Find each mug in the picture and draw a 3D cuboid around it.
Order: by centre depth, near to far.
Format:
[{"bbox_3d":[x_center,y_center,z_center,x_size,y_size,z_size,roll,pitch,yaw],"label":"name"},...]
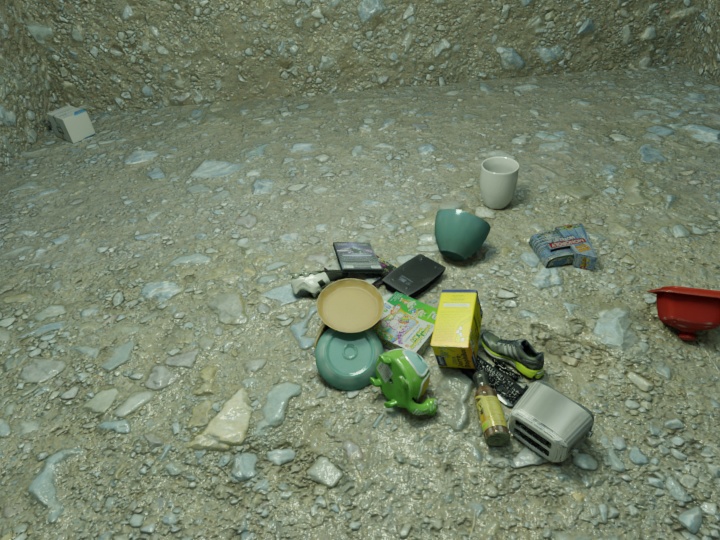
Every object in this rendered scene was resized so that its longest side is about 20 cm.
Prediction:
[{"bbox_3d":[0.548,-0.360,2.077,0.146,0.177,0.201,-12,38,-9],"label":"mug"}]

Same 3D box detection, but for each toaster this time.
[{"bbox_3d":[0.451,0.363,1.241,0.129,0.114,0.199,-35,49,-29],"label":"toaster"}]

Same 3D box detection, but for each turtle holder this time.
[{"bbox_3d":[0.128,0.288,1.352,0.131,0.143,0.185,-13,26,-37],"label":"turtle holder"}]

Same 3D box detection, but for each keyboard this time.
[{"bbox_3d":[0.367,0.282,1.409,0.104,0.040,0.199,-31,46,-27],"label":"keyboard"}]

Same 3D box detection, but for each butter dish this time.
[{"bbox_3d":[0.943,0.125,1.464,0.198,0.150,0.199,6,-1,17],"label":"butter dish"}]

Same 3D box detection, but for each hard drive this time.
[{"bbox_3d":[0.184,0.024,1.748,0.199,0.043,0.134,-33,47,-30],"label":"hard drive"}]

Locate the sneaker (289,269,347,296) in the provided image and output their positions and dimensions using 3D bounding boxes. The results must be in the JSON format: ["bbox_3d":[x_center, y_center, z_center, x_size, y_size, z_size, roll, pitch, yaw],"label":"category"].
[{"bbox_3d":[-0.138,0.043,1.739,0.197,0.090,0.074,-7,-1,3],"label":"sneaker"}]

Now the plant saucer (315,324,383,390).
[{"bbox_3d":[-0.031,0.236,1.447,0.197,0.036,0.202,1,65,-2],"label":"plant saucer"}]

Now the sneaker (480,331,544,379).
[{"bbox_3d":[0.432,0.219,1.440,0.199,0.082,0.074,28,38,32],"label":"sneaker"}]

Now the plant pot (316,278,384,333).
[{"bbox_3d":[-0.029,0.107,1.497,0.197,0.028,0.201,0,47,0],"label":"plant pot"}]

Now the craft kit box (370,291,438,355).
[{"bbox_3d":[0.137,0.168,1.576,0.196,0.049,0.200,24,47,28],"label":"craft kit box"}]

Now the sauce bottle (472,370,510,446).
[{"bbox_3d":[0.330,0.349,1.313,0.064,0.065,0.201,-4,37,1],"label":"sauce bottle"}]

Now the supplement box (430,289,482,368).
[{"bbox_3d":[0.281,0.165,1.468,0.108,0.109,0.201,-1,48,25],"label":"supplement box"}]

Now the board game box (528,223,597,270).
[{"bbox_3d":[0.728,-0.076,1.794,0.198,0.062,0.201,-9,38,-5],"label":"board game box"}]

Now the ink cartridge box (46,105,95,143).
[{"bbox_3d":[-1.686,-0.856,2.975,0.199,0.147,0.147,24,47,31],"label":"ink cartridge box"}]

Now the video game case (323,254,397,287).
[{"bbox_3d":[0.000,0.000,1.804,0.180,0.036,0.199,-32,46,-29],"label":"video game case"}]

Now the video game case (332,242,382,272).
[{"bbox_3d":[-0.013,-0.048,1.792,0.141,0.019,0.200,0,29,-14],"label":"video game case"}]

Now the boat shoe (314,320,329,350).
[{"bbox_3d":[-0.091,0.176,1.582,0.064,0.071,0.201,-17,30,47],"label":"boat shoe"}]

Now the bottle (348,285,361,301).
[{"bbox_3d":[-0.031,0.147,1.546,0.083,0.065,0.202,14,65,0],"label":"bottle"}]

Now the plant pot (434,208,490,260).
[{"bbox_3d":[0.345,-0.115,1.811,0.198,0.200,0.136,16,80,24],"label":"plant pot"}]
